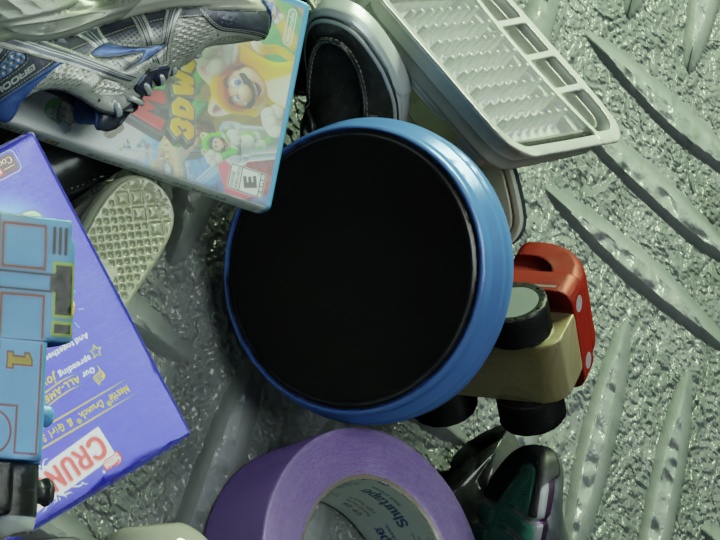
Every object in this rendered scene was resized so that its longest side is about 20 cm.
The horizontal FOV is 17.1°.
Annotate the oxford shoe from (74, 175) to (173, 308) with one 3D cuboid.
[{"bbox_3d":[-0.186,0.025,1.464,0.075,0.058,0.200,45,62,-20],"label":"oxford shoe"}]

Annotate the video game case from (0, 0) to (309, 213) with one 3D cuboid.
[{"bbox_3d":[-0.134,-0.132,1.493,0.199,0.018,0.144,18,72,-24],"label":"video game case"}]

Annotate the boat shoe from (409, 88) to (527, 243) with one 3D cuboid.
[{"bbox_3d":[0.068,-0.100,1.737,0.201,0.075,0.062,56,23,21],"label":"boat shoe"}]

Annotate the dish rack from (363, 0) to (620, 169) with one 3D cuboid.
[{"bbox_3d":[0.087,-0.136,1.678,0.172,0.044,0.200,51,25,13],"label":"dish rack"}]

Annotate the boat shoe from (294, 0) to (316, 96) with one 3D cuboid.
[{"bbox_3d":[-0.071,-0.171,1.598,0.199,0.074,0.066,52,16,-63],"label":"boat shoe"}]

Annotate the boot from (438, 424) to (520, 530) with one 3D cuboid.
[{"bbox_3d":[0.140,0.198,1.719,0.201,0.065,0.165,55,43,-7],"label":"boot"}]

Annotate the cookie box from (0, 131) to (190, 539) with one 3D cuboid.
[{"bbox_3d":[-0.222,0.050,1.368,0.171,0.075,0.201,-29,95,-27],"label":"cookie box"}]

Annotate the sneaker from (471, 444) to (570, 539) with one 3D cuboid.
[{"bbox_3d":[0.121,0.215,1.629,0.087,0.074,0.201,7,103,-26],"label":"sneaker"}]

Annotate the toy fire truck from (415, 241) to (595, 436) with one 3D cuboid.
[{"bbox_3d":[0.087,0.025,1.662,0.200,0.175,0.129,-57,143,-47],"label":"toy fire truck"}]

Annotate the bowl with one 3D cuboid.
[{"bbox_3d":[0.000,0.000,1.552,0.039,0.199,0.202,5,69,-65],"label":"bowl"}]

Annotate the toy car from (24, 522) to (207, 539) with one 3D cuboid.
[{"bbox_3d":[-0.122,0.235,1.361,0.199,0.149,0.176,-1,83,-45],"label":"toy car"}]

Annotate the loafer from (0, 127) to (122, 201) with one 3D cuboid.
[{"bbox_3d":[-0.169,-0.093,1.514,0.200,0.070,0.068,-39,102,-46],"label":"loafer"}]

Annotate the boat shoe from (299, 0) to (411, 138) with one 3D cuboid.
[{"bbox_3d":[-0.008,-0.087,1.621,0.071,0.072,0.201,-51,143,-39],"label":"boat shoe"}]

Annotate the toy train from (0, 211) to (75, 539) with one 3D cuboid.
[{"bbox_3d":[-0.215,0.058,1.283,0.114,0.087,0.202,6,81,-30],"label":"toy train"}]

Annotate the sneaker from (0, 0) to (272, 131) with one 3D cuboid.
[{"bbox_3d":[-0.147,-0.128,1.443,0.199,0.077,0.086,-8,93,-22],"label":"sneaker"}]

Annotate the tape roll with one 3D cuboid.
[{"bbox_3d":[-0.009,0.207,1.559,0.199,0.065,0.202,19,62,-40],"label":"tape roll"}]
